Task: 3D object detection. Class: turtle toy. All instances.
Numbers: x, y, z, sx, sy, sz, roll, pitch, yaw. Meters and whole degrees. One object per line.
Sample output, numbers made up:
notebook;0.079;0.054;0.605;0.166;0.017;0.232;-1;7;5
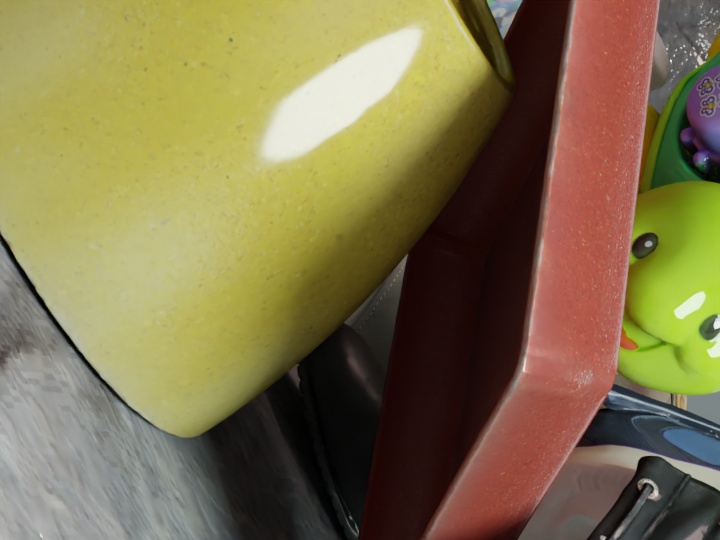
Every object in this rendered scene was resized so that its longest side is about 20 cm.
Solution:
turtle toy;0.145;-0.018;1.001;0.146;0.200;0.101;50;-32;9

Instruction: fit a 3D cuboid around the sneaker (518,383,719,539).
sneaker;0.147;0.096;1.011;0.146;0.199;0.081;-25;132;-77

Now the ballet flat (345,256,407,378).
ballet flat;0.000;0.000;1.217;0.064;0.067;0.200;32;18;-12

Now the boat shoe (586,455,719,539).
boat shoe;0.043;0.116;0.881;0.066;0.199;0.075;47;-29;16

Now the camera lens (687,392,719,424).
camera lens;0.141;0.021;1.534;0.160;0.159;0.200;62;10;-7

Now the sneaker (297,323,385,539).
sneaker;0.046;0.098;1.095;0.201;0.088;0.074;63;11;3

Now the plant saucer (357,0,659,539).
plant saucer;0.047;0.010;0.955;0.200;0.037;0.201;116;-13;-51

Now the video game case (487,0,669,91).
video game case;-0.013;-0.108;1.041;0.200;0.181;0.024;55;26;-39

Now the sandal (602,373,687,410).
sandal;0.108;0.059;1.307;0.080;0.054;0.200;56;49;-26

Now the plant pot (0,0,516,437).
plant pot;-0.035;-0.068;0.945;0.201;0.142;0.200;60;11;-19
